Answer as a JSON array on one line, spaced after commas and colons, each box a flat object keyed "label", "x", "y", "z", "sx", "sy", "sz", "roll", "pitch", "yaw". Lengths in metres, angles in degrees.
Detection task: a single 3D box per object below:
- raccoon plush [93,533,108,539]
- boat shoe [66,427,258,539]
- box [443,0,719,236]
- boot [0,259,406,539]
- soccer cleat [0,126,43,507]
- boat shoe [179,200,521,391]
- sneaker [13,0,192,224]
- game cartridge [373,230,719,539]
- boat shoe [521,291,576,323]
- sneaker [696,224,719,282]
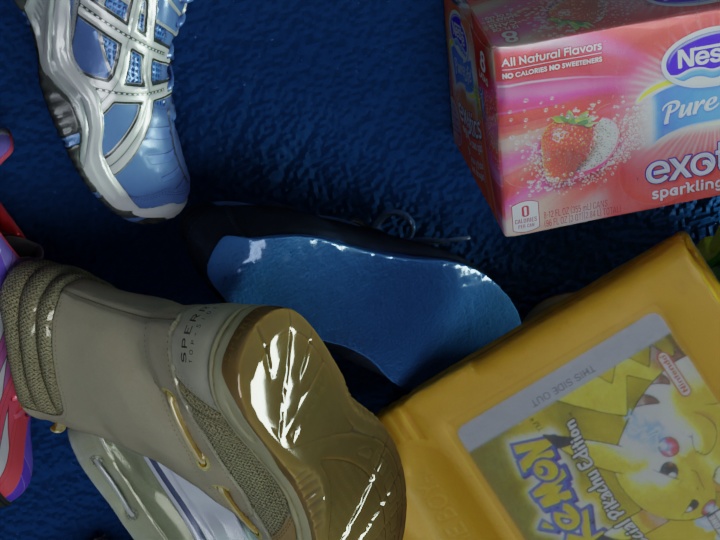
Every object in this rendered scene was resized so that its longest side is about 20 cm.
[{"label": "raccoon plush", "x": -0.092, "y": 0.207, "z": 1.239, "sx": 0.200, "sy": 0.097, "sz": 0.134, "roll": -3, "pitch": 113, "yaw": -47}, {"label": "boat shoe", "x": -0.079, "y": 0.133, "z": 1.192, "sx": 0.062, "sy": 0.072, "sz": 0.200, "roll": -19, "pitch": 117, "yaw": 16}, {"label": "box", "x": 0.146, "y": -0.098, "z": 1.078, "sx": 0.200, "sy": 0.095, "sz": 0.103, "roll": -10, "pitch": 123, "yaw": -8}, {"label": "boot", "x": -0.072, "y": 0.076, "z": 1.082, "sx": 0.073, "sy": 0.155, "sz": 0.200, "roll": -59, "pitch": 143, "yaw": -26}, {"label": "soccer cleat", "x": -0.174, "y": 0.024, "z": 1.092, "sx": 0.073, "sy": 0.068, "sz": 0.200, "roll": -18, "pitch": 122, "yaw": -8}, {"label": "boat shoe", "x": 0.000, "y": 0.000, "z": 1.115, "sx": 0.200, "sy": 0.069, "sz": 0.084, "roll": 29, "pitch": 99, "yaw": -46}, {"label": "sneaker", "x": -0.104, "y": -0.106, "z": 1.018, "sx": 0.077, "sy": 0.076, "sz": 0.200, "roll": -16, "pitch": 126, "yaw": 1}, {"label": "game cartridge", "x": 0.114, "y": 0.105, "z": 1.105, "sx": 0.200, "sy": 0.032, "sz": 0.176, "roll": -32, "pitch": 93, "yaw": 16}, {"label": "boat shoe", "x": 0.107, "y": 0.105, "z": 1.215, "sx": 0.073, "sy": 0.063, "sz": 0.200, "roll": -4, "pitch": 122, "yaw": -11}, {"label": "sneaker", "x": 0.197, "y": 0.020, "z": 1.135, "sx": 0.074, "sy": 0.084, "sz": 0.200, "roll": -7, "pitch": 163, "yaw": -1}]
